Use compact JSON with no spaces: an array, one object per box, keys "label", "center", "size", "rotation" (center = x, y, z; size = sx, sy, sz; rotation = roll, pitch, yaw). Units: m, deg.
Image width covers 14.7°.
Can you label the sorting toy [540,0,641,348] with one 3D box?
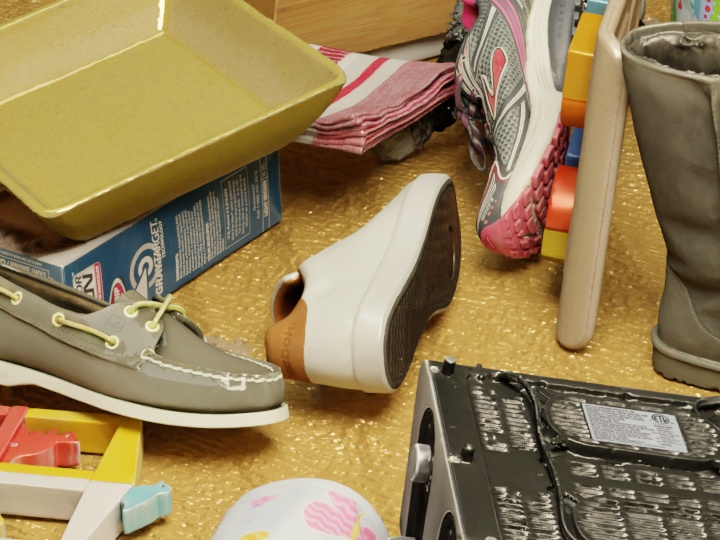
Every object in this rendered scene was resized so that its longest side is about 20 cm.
[{"label":"sorting toy","center":[0.129,-0.081,1.554],"size":[0.036,0.186,0.200],"rotation":[8,29,4]}]

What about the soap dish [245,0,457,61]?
[{"label":"soap dish","center":[-0.014,-0.196,1.894],"size":[0.199,0.082,0.157],"rotation":[-15,30,-26]}]

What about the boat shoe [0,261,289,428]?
[{"label":"boat shoe","center":[-0.126,0.039,1.449],"size":[0.201,0.061,0.072],"rotation":[12,8,26]}]

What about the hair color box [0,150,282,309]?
[{"label":"hair color box","center":[-0.142,-0.028,1.602],"size":[0.100,0.061,0.200],"rotation":[16,33,31]}]

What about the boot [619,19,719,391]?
[{"label":"boot","center":[0.221,-0.026,1.430],"size":[0.181,0.201,0.073],"rotation":[8,30,18]}]

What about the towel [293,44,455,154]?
[{"label":"towel","center":[-0.053,-0.116,1.687],"size":[0.199,0.023,0.144],"rotation":[12,24,24]}]

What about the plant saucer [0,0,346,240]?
[{"label":"plant saucer","center":[-0.137,-0.091,1.578],"size":[0.199,0.049,0.200],"rotation":[-26,40,-24]}]

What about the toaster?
[{"label":"toaster","center":[0.114,0.132,1.189],"size":[0.199,0.119,0.181],"rotation":[7,29,-10]}]

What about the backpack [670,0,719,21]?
[{"label":"backpack","center":[0.289,-0.153,1.726],"size":[0.199,0.148,0.183],"rotation":[8,30,9]}]

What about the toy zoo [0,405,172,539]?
[{"label":"toy zoo","center":[-0.190,0.108,1.388],"size":[0.199,0.021,0.131],"rotation":[4,28,10]}]

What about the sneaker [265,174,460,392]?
[{"label":"sneaker","center":[0.000,0.000,1.513],"size":[0.084,0.073,0.200],"rotation":[0,23,18]}]

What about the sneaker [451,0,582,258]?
[{"label":"sneaker","center":[0.087,-0.089,1.635],"size":[0.074,0.081,0.201],"rotation":[4,49,7]}]

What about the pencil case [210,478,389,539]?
[{"label":"pencil case","center":[-0.044,0.162,1.181],"size":[0.083,0.091,0.200],"rotation":[-11,14,17]}]

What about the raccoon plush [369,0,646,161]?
[{"label":"raccoon plush","center":[0.101,-0.121,1.782],"size":[0.200,0.134,0.097],"rotation":[-34,48,6]}]
